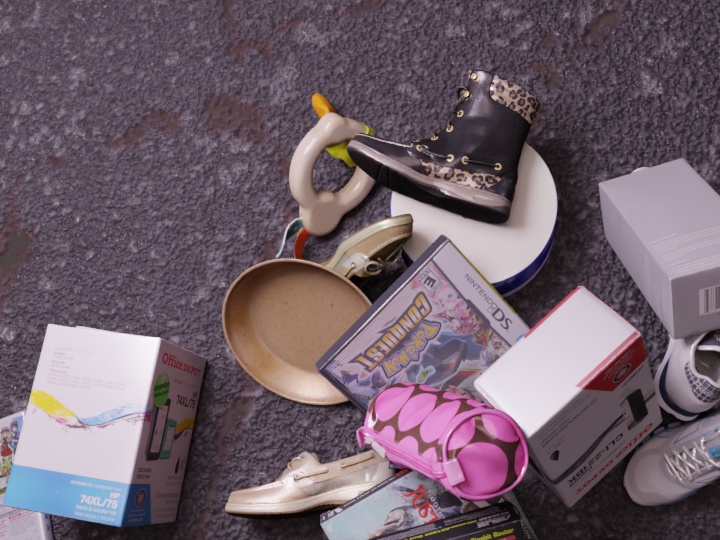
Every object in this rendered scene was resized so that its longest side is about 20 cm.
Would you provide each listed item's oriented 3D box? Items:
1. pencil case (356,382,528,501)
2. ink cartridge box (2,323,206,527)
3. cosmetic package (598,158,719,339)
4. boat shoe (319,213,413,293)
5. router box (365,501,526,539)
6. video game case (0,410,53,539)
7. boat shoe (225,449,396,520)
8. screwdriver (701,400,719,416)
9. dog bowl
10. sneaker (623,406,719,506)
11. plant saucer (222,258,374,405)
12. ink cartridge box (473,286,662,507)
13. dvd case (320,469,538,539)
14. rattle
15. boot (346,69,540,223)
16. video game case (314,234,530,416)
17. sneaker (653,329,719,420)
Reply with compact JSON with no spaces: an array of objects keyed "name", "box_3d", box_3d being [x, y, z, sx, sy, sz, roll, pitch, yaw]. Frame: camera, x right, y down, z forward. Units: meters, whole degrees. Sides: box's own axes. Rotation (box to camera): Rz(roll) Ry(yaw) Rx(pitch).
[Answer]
[{"name":"pencil case","box_3d":[0.072,0.163,0.724,0.093,0.200,0.092,-9,90,-22]},{"name":"ink cartridge box","box_3d":[-0.288,0.179,0.873,0.144,0.147,0.203,6,76,12]},{"name":"cosmetic package","box_3d":[0.341,-0.030,0.804,0.105,0.091,0.201,-15,32,6]},{"name":"boat shoe","box_3d":[-0.002,0.001,0.874,0.200,0.073,0.064,-36,76,38]},{"name":"router box","box_3d":[0.086,0.344,0.775,0.197,0.062,0.152,-15,91,-1]},{"name":"video game case","box_3d":[-0.490,0.297,0.942,0.198,0.022,0.184,-20,72,5]},{"name":"boat shoe","box_3d":[-0.057,0.243,0.857,0.197,0.072,0.066,-9,68,1]},{"name":"screwdriver","box_3d":[0.392,0.197,0.818,0.028,0.029,0.203,-8,80,7]},{"name":"dog bowl","box_3d":[0.135,-0.067,0.904,0.197,0.079,0.203,-3,74,10]},{"name":"sneaker","box_3d":[0.357,0.183,0.774,0.199,0.086,0.075,-38,71,18]},{"name":"plant saucer","box_3d":[-0.063,0.067,0.874,0.197,0.202,0.036,7,32,12]},{"name":"ink cartridge box","box_3d":[0.217,0.135,0.761,0.144,0.200,0.084,-41,49,-4]},{"name":"dvd case","box_3d":[0.075,0.283,0.817,0.198,0.022,0.147,-29,97,-1]},{"name":"rattle","box_3d":[-0.072,-0.114,0.961,0.142,0.130,0.202,35,109,28]},{"name":"boot","box_3d":[0.098,-0.154,0.854,0.198,0.073,0.152,22,80,11]},{"name":"video game case","box_3d":[0.080,0.093,0.832,0.200,0.026,0.181,-45,111,1]},{"name":"sneaker","box_3d":[0.375,0.062,0.802,0.076,0.081,0.201,21,59,4]}]
